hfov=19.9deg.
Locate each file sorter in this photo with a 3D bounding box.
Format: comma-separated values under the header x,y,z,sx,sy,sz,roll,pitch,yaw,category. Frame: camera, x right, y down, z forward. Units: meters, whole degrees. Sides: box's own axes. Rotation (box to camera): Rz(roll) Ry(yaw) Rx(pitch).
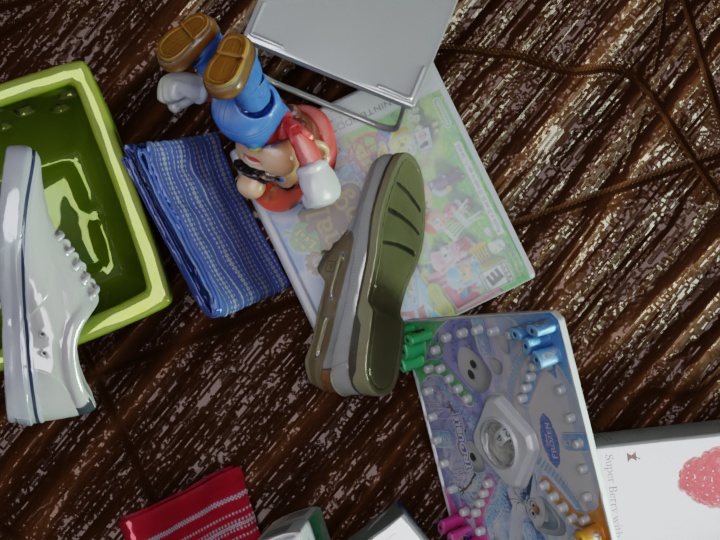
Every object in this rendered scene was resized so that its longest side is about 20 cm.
x,y,z,sx,sy,sz,roll,pitch,yaw,category
0.010,-0.229,1.602,0.139,0.125,0.200,22,80,0,file sorter

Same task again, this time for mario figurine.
x,y,z,sx,sy,sz,roll,pitch,yaw,category
-0.087,-0.101,1.563,0.106,0.200,0.124,-24,55,12,mario figurine

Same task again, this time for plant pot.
x,y,z,sx,sy,sz,roll,pitch,yaw,category
-0.259,-0.032,1.584,0.199,0.181,0.200,-20,90,0,plant pot

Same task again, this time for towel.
x,y,z,sx,sy,sz,roll,pitch,yaw,category
-0.113,-0.039,1.575,0.024,0.200,0.145,-27,89,15,towel
-0.109,0.264,1.608,0.022,0.145,0.200,-20,89,38,towel

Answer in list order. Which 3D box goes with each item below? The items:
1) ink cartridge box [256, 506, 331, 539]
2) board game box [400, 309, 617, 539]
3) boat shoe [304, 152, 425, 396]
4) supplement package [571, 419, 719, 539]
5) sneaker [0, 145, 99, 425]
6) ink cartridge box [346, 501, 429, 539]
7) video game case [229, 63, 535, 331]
x,y,z,sx,sy,sz,roll,pitch,yaw,category
-0.027,0.290,1.589,0.050,0.161,0.200,-21,89,3,ink cartridge box
0.105,0.133,1.569,0.026,0.200,0.200,-18,97,-33,board game box
0.000,0.000,1.611,0.068,0.075,0.200,-1,68,32,boat shoe
0.257,0.183,1.609,0.200,0.120,0.121,-7,89,0,supplement package
-0.222,0.009,1.465,0.071,0.073,0.200,-3,98,-9,sneaker
0.067,0.283,1.611,0.067,0.116,0.200,-38,90,-1,ink cartridge box
0.018,-0.045,1.662,0.182,0.022,0.200,-26,89,0,video game case
